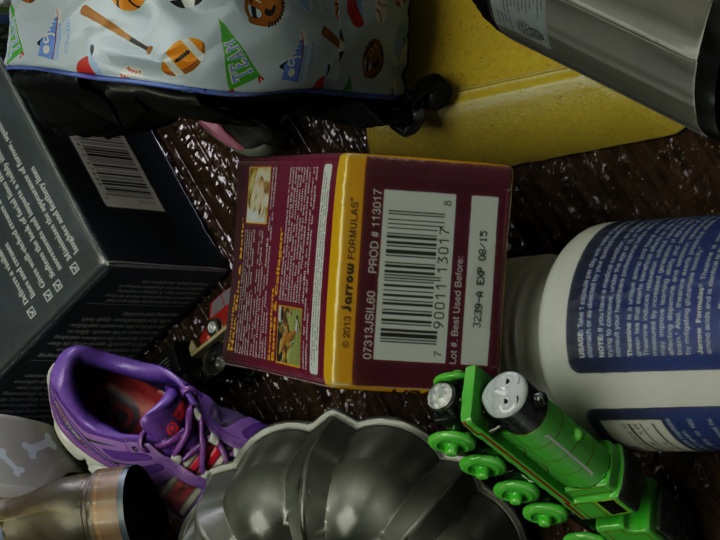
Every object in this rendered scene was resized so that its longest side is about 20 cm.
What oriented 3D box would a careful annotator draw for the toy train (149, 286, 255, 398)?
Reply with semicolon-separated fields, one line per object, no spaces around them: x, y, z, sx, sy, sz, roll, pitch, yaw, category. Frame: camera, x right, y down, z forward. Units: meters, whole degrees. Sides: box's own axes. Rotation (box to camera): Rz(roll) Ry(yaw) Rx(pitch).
-0.063;0.030;1.511;0.200;0.034;0.046;-39;55;31;toy train

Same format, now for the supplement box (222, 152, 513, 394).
0.000;0.000;1.346;0.200;0.085;0.111;-174;89;-73;supplement box

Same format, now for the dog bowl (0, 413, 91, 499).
-0.234;0.140;1.543;0.200;0.200;0.059;-28;57;34;dog bowl

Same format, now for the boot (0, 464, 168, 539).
-0.140;0.188;1.482;0.097;0.075;0.200;-6;124;15;boot

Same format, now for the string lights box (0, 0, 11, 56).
-0.223;-0.156;1.578;0.200;0.103;0.059;-16;79;48;string lights box

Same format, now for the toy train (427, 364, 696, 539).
0.098;0.095;1.282;0.056;0.200;0.042;-10;59;30;toy train

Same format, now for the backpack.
-0.079;-0.134;1.348;0.200;0.190;0.155;2;101;27;backpack

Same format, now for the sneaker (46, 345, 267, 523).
-0.085;0.102;1.458;0.200;0.083;0.081;24;72;13;sneaker

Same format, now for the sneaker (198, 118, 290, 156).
-0.069;-0.161;1.504;0.095;0.079;0.200;-24;74;23;sneaker

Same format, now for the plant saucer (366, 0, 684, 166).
0.067;-0.155;1.406;0.200;0.048;0.201;-10;82;38;plant saucer

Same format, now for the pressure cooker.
0.169;-0.148;1.239;0.200;0.176;0.179;29;104;25;pressure cooker

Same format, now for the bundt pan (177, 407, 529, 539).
-0.012;0.176;1.386;0.201;0.076;0.202;3;102;15;bundt pan

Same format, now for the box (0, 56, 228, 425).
-0.199;-0.001;1.571;0.200;0.107;0.149;-42;64;28;box

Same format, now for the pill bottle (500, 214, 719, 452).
0.155;0.030;1.287;0.200;0.111;0.111;-3;86;38;pill bottle
